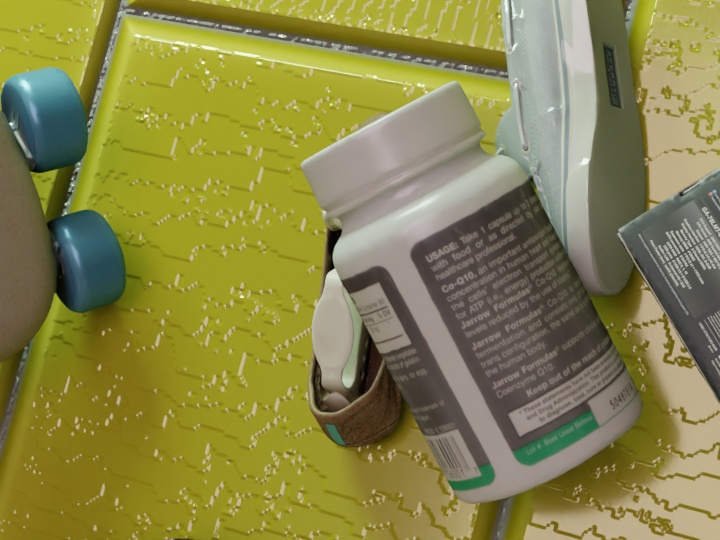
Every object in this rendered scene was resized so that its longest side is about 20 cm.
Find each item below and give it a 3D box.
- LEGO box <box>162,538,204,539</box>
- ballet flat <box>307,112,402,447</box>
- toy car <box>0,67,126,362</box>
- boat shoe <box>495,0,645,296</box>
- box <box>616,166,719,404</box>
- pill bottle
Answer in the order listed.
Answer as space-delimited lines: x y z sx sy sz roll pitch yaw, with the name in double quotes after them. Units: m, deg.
-0.170 0.246 0.947 0.199 0.077 0.150 -12 76 18 "LEGO box"
0.000 0.000 0.933 0.068 0.072 0.201 6 82 23 "ballet flat"
-0.277 -0.029 1.023 0.200 0.184 0.178 3 109 61 "toy car"
0.112 -0.081 0.916 0.071 0.070 0.202 -11 75 35 "boat shoe"
0.256 0.012 0.774 0.198 0.050 0.200 -32 62 9 "box"
0.056 0.010 0.856 0.113 0.113 0.200 -27 93 14 "pill bottle"
